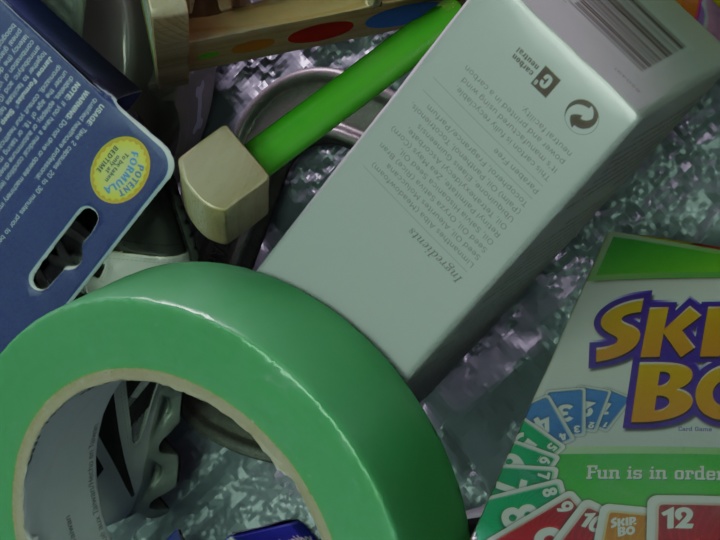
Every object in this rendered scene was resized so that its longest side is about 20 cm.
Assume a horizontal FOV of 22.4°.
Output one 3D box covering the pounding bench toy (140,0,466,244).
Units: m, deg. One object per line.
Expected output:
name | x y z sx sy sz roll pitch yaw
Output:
pounding bench toy | -0.009 -0.122 0.710 0.156 0.124 0.201 -11 84 -6

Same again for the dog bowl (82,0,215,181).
dog bowl | -0.155 -0.095 0.830 0.200 0.059 0.201 0 89 23

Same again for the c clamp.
c clamp | 0.000 0.000 0.778 0.171 0.027 0.200 30 99 21

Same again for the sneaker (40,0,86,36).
sneaker | -0.151 -0.151 0.771 0.114 0.072 0.201 -111 36 -54

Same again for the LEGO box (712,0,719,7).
LEGO box | 0.146 -0.127 0.588 0.200 0.149 0.077 42 93 -6

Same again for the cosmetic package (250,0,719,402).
cosmetic package | 0.035 -0.021 0.667 0.071 0.101 0.200 45 122 9

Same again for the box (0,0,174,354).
box | -0.172 -0.067 0.709 0.200 0.032 0.121 43 110 4

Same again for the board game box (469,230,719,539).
board game box | 0.111 0.057 0.662 0.095 0.200 0.030 11 137 23

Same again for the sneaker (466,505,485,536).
sneaker | 0.086 0.135 0.690 0.200 0.114 0.076 7 91 23

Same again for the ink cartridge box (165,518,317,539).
ink cartridge box | -0.040 0.201 0.763 0.136 0.076 0.200 -46 73 14

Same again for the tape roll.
tape roll | -0.057 0.098 0.673 0.200 0.048 0.201 12 113 29

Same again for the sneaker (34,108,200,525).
sneaker | -0.120 0.029 0.752 0.074 0.088 0.200 37 130 46

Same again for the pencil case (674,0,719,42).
pencil case | 0.130 -0.181 0.699 0.087 0.087 0.201 17 95 23
